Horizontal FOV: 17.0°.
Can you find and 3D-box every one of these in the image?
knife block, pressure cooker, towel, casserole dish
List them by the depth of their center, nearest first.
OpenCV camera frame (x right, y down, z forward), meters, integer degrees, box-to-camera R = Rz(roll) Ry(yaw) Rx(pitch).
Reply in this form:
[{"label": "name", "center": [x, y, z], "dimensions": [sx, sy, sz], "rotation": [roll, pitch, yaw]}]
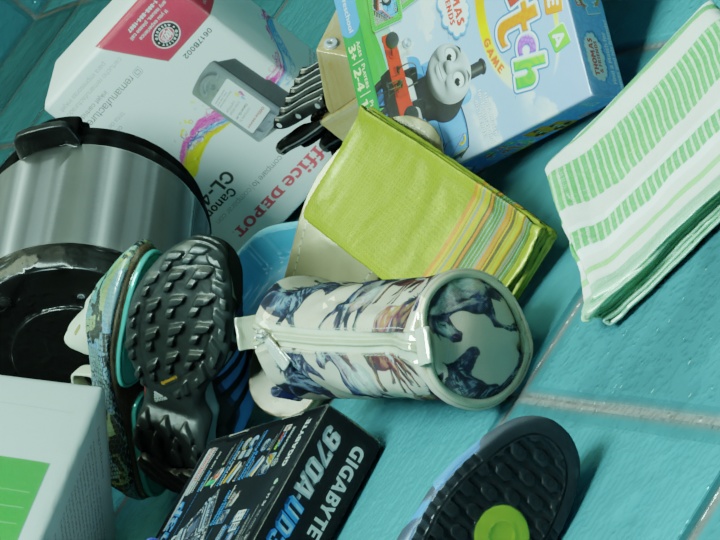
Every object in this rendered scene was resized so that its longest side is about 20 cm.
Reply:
[{"label": "towel", "center": [0.165, -0.063, 1.326], "dimensions": [0.153, 0.023, 0.200], "rotation": [-45, 19, 17]}, {"label": "towel", "center": [0.035, -0.029, 1.448], "dimensions": [0.086, 0.018, 0.200], "rotation": [-58, 41, 5]}, {"label": "casserole dish", "center": [-0.063, 0.023, 1.696], "dimensions": [0.121, 0.039, 0.200], "rotation": [-57, 18, -15]}, {"label": "knife block", "center": [0.034, -0.110, 1.701], "dimensions": [0.200, 0.176, 0.064], "rotation": [11, 54, 19]}, {"label": "pressure cooker", "center": [-0.191, 0.000, 1.704], "dimensions": [0.176, 0.179, 0.200], "rotation": [-57, 19, 36]}]

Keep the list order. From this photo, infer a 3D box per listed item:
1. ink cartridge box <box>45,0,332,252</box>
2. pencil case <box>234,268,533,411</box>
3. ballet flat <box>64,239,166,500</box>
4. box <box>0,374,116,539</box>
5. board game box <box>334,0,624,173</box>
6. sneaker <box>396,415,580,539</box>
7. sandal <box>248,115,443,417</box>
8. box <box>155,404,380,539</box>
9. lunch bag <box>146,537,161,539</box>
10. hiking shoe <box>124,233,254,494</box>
[{"label": "ink cartridge box", "center": [-0.116, -0.129, 1.827], "dimensions": [0.148, 0.200, 0.086], "rotation": [-45, 19, 22]}, {"label": "pencil case", "center": [0.014, 0.039, 1.371], "dimensions": [0.089, 0.078, 0.200], "rotation": [-15, 7, -31]}, {"label": "ballet flat", "center": [-0.164, 0.064, 1.589], "dimensions": [0.074, 0.074, 0.200], "rotation": [-86, -2, -60]}, {"label": "box", "center": [-0.265, 0.185, 1.498], "dimensions": [0.171, 0.199, 0.200], "rotation": [-73, -13, -54]}, {"label": "board game box", "center": [0.071, -0.144, 1.530], "dimensions": [0.200, 0.037, 0.151], "rotation": [-26, 71, 44]}, {"label": "sneaker", "center": [0.031, 0.154, 1.174], "dimensions": [0.200, 0.066, 0.078], "rotation": [-56, 15, -12]}, {"label": "sandal", "center": [-0.005, -0.003, 1.558], "dimensions": [0.212, 0.078, 0.070], "rotation": [-64, -17, 5]}, {"label": "box", "center": [-0.084, 0.181, 1.431], "dimensions": [0.159, 0.046, 0.200], "rotation": [-23, 34, 58]}, {"label": "lunch bag", "center": [-0.117, 0.263, 1.175], "dimensions": [0.170, 0.127, 0.200], "rotation": [-62, 0, 33]}, {"label": "hiking shoe", "center": [-0.104, 0.049, 1.552], "dimensions": [0.087, 0.074, 0.200], "rotation": [-49, -23, -48]}]
